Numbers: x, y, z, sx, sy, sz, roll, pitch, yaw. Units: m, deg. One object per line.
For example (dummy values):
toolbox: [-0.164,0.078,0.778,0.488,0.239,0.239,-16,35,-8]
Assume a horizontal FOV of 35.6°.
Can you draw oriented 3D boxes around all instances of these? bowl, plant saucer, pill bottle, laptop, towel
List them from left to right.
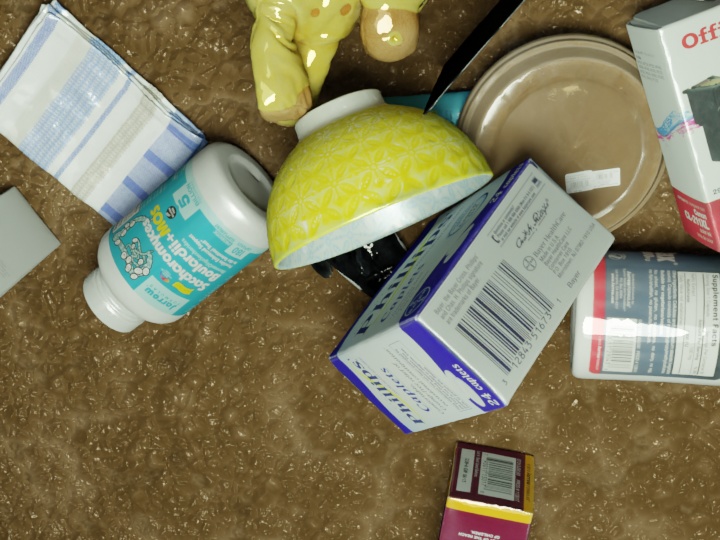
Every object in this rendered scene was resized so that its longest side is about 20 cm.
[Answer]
towel: [-0.263,-0.143,1.086,0.200,0.024,0.147,41,113,-8]
pill bottle: [-0.173,-0.023,1.070,0.200,0.111,0.111,-38,101,21]
bowl: [0.000,-0.088,0.946,0.200,0.200,0.108,-24,86,17]
laptop: [0.163,-0.191,0.906,0.199,0.187,0.116,8,113,6]
plant saucer: [0.184,-0.110,1.000,0.199,0.029,0.201,-2,114,-4]
pill bottle: [0.293,0.044,1.014,0.199,0.120,0.120,3,112,8]

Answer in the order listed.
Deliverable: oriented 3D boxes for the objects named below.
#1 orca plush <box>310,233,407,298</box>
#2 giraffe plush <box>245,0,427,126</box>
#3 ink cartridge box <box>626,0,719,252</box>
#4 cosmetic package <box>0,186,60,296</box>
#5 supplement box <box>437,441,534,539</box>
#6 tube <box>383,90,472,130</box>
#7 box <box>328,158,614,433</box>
orca plush: [0.000,0.000,1.071,0.105,0.071,0.200,-20,107,16]
giraffe plush: [-0.015,-0.228,0.944,0.162,0.173,0.200,-7,128,0]
ink cartridge box: [0.326,-0.138,0.940,0.145,0.083,0.200,-21,107,2]
cosmetic package: [-0.384,0.005,1.069,0.113,0.200,0.081,-33,104,17]
supplement box: [0.119,0.293,1.146,0.085,0.110,0.201,10,112,6]
tube: [0.090,-0.133,1.022,0.199,0.050,0.078,-1,122,5]
box: [0.089,0.028,0.964,0.105,0.184,0.200,41,155,-7]
